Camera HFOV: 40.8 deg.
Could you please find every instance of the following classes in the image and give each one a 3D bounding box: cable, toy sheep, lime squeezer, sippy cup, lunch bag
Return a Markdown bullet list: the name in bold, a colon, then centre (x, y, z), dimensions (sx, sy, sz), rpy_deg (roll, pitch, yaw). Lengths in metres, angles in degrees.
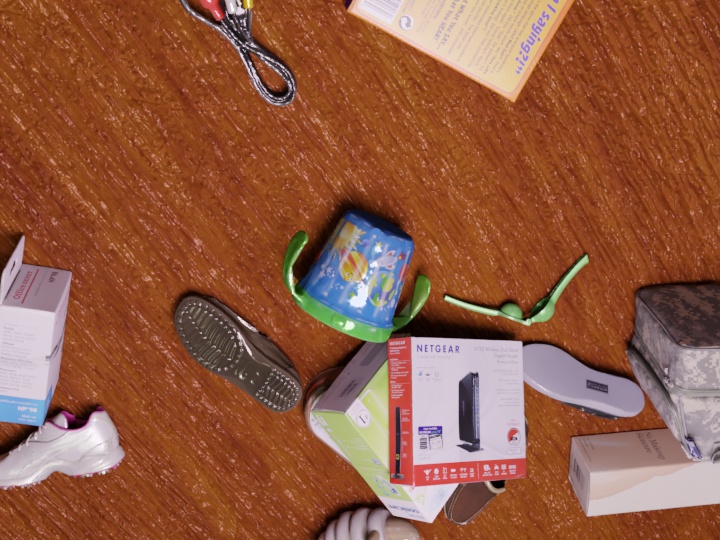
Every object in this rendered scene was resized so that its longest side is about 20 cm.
- **cable**: centre (-0.140, -0.269, 1.092), dimensions (0.096, 0.050, 0.202), rpy_deg (-20, 114, 1)
- **toy sheep**: centre (-0.003, 0.408, 1.382), dimensions (0.198, 0.138, 0.139), rpy_deg (-24, 116, 17)
- **lime squeezer**: centre (0.214, 0.041, 1.286), dimensions (0.198, 0.038, 0.071), rpy_deg (-16, 116, 2)
- **sippy cup**: centre (0.000, 0.000, 1.198), dimensions (0.139, 0.177, 0.131), rpy_deg (29, 102, 24)
- **lunch bag**: centre (0.436, 0.131, 1.264), dimensions (0.138, 0.200, 0.170), rpy_deg (-4, 114, -4)

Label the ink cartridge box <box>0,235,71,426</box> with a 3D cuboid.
- **ink cartridge box**: centre (-0.402, 0.073, 1.187), dimensions (0.066, 0.116, 0.202), rpy_deg (10, 114, -11)

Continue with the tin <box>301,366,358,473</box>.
- **tin**: centre (0.004, 0.218, 1.346), dimensions (0.112, 0.042, 0.200), rpy_deg (-41, 113, 17)

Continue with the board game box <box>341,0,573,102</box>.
- **board game box**: centre (0.107, -0.332, 1.009), dimensions (0.198, 0.200, 0.201), rpy_deg (24, 110, -16)

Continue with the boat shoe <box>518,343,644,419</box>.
- **boat shoe**: centre (0.295, 0.162, 1.338), dimensions (0.198, 0.069, 0.057), rpy_deg (22, 149, -10)

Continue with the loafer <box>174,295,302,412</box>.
- **loafer**: centre (-0.158, 0.106, 1.261), dimensions (0.200, 0.067, 0.076), rpy_deg (44, 101, -6)

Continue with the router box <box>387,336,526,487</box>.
- **router box**: centre (0.125, 0.179, 1.243), dimensions (0.198, 0.049, 0.182), rpy_deg (4, 81, -37)

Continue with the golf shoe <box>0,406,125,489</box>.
- **golf shoe**: centre (-0.418, 0.234, 1.295), dimensions (0.198, 0.075, 0.093), rpy_deg (-10, 101, -4)

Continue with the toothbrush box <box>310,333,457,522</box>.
- **toothbrush box**: centre (0.054, 0.204, 1.271), dimensions (0.146, 0.086, 0.201), rpy_deg (-47, 113, -29)

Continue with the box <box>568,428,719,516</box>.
- **box**: centre (0.409, 0.287, 1.393), dimensions (0.197, 0.095, 0.079), rpy_deg (-5, 115, -6)

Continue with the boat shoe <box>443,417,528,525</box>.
- **boat shoe**: centre (0.176, 0.290, 1.377), dimensions (0.074, 0.075, 0.204), rpy_deg (17, 112, -14)
